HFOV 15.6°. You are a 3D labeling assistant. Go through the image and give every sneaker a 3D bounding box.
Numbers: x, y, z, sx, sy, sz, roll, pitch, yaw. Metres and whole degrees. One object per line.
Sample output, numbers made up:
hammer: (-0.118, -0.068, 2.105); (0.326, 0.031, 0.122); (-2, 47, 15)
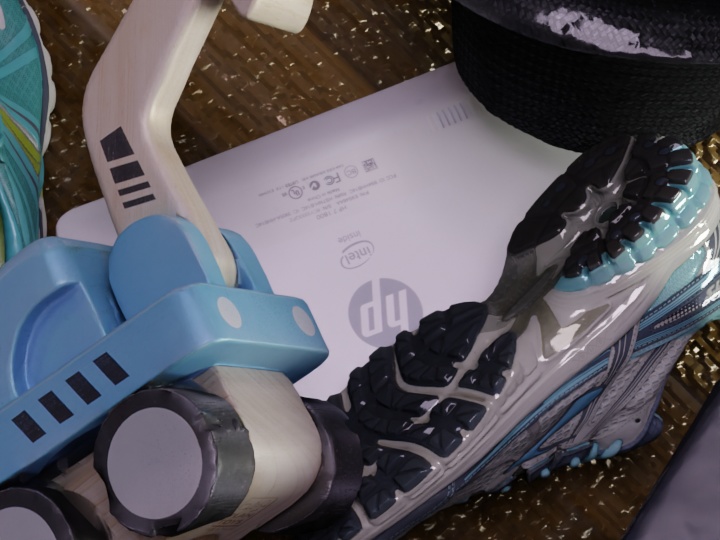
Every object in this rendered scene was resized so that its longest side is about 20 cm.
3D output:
sneaker: (-0.146, -0.050, 0.960); (0.077, 0.080, 0.200); (-10, 69, -8)
sneaker: (0.064, 0.048, 0.940); (0.200, 0.078, 0.086); (-42, 120, -2)

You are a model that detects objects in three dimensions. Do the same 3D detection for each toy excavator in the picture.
toy excavator: (-0.073, -0.002, 0.890); (0.194, 0.100, 0.200); (-35, 71, 23)

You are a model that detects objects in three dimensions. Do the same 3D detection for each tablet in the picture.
tablet: (0.000, 0.000, 0.988); (0.200, 0.014, 0.130); (-22, 72, -12)

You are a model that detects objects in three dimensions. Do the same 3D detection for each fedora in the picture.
fedora: (0.104, -0.103, 0.983); (0.200, 0.092, 0.201); (7, 40, -6)

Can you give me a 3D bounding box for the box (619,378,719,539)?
box: (0.170, 0.145, 0.889); (0.197, 0.117, 0.200); (32, 68, 8)
